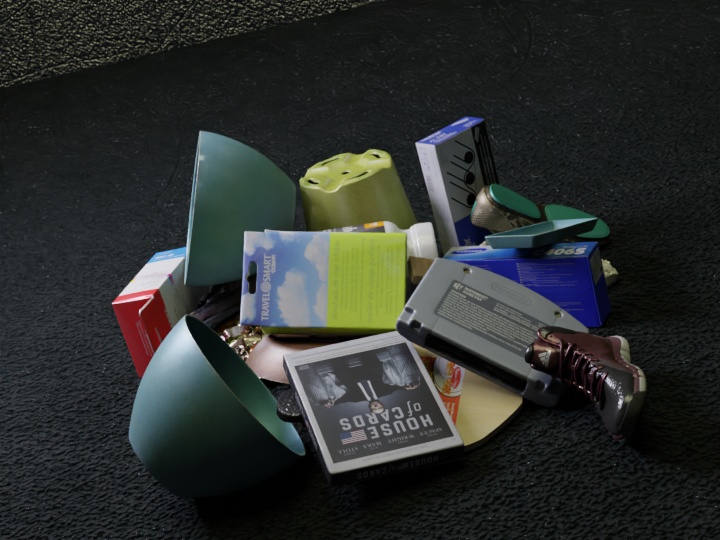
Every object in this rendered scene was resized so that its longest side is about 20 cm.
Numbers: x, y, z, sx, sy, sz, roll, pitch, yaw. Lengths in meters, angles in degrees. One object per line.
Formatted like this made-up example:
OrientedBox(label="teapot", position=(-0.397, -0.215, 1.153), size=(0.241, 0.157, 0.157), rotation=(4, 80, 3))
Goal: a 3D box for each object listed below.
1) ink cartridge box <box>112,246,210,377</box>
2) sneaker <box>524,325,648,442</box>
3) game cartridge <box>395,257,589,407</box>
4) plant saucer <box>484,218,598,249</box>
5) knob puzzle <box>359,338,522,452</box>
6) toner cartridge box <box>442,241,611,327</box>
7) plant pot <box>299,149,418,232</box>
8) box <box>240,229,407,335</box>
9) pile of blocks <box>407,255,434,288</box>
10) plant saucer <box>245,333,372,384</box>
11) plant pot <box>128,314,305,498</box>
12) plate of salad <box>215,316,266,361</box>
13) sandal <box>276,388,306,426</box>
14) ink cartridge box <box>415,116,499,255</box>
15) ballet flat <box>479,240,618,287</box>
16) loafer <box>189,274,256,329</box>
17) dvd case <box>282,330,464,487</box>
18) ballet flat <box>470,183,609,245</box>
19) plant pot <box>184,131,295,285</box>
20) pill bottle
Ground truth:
OrientedBox(label="ink cartridge box", position=(-0.269, 0.063, 1.869), size=(0.066, 0.118, 0.200), rotation=(-9, 22, 20))
OrientedBox(label="sneaker", position=(0.228, 0.112, 1.430), size=(0.114, 0.077, 0.200), rotation=(15, 14, -2))
OrientedBox(label="game cartridge", position=(0.153, 0.064, 1.554), size=(0.198, 0.042, 0.133), rotation=(26, 41, 11))
OrientedBox(label="plant saucer", position=(0.228, -0.046, 1.706), size=(0.069, 0.019, 0.199), rotation=(-1, 8, 32))
OrientedBox(label="knob puzzle", position=(0.081, 0.148, 1.530), size=(0.216, 0.031, 0.221), rotation=(-3, 37, 2))
OrientedBox(label="toner cartridge box", position=(0.202, 0.018, 1.688), size=(0.198, 0.096, 0.043), rotation=(-1, 25, 31))
OrientedBox(label="plant pot", position=(0.001, -0.056, 1.879), size=(0.198, 0.186, 0.201), rotation=(-13, 23, 5))
OrientedBox(label="box", position=(-0.043, 0.016, 1.661), size=(0.197, 0.124, 0.048), rotation=(1, -15, 2))
OrientedBox(label="pile of blocks", position=(0.112, 0.062, 1.635), size=(0.081, 0.063, 0.200), rotation=(-5, 36, -34))
OrientedBox(label="plant saucer", position=(-0.042, 0.096, 1.667), size=(0.197, 0.037, 0.201), rotation=(-1, 12, 0))
OrientedBox(label="plant pot", position=(-0.173, 0.168, 1.501), size=(0.135, 0.200, 0.200), rotation=(-41, 23, 2))
OrientedBox(label="plate of salad", position=(-0.144, 0.092, 1.811), size=(0.197, 0.049, 0.201), rotation=(-13, 22, 5))
OrientedBox(label="sandal", position=(-0.043, 0.155, 1.592), size=(0.074, 0.046, 0.200), rotation=(8, 9, 13))
OrientedBox(label="ink cartridge box", position=(0.143, -0.095, 1.850), size=(0.093, 0.202, 0.044), rotation=(-28, 25, -29))
OrientedBox(label="ballet flat", position=(0.234, -0.011, 1.776), size=(0.198, 0.073, 0.072), rotation=(3, 29, 37))
OrientedBox(label="loafer", position=(-0.183, 0.034, 1.909), size=(0.072, 0.063, 0.199), rotation=(-35, -4, 39))
OrientedBox(label="dvd case", position=(0.011, 0.145, 1.491), size=(0.148, 0.025, 0.201), rotation=(-11, 37, -13))
OrientedBox(label="ballet flat", position=(0.235, -0.059, 1.845), size=(0.198, 0.076, 0.068), rotation=(16, 41, -20))
OrientedBox(label="plant pot", position=(-0.157, -0.075, 1.823), size=(0.133, 0.203, 0.200), rotation=(6, 21, -8))
OrientedBox(label="pill bottle", position=(0.000, 0.000, 1.749), size=(0.197, 0.118, 0.117), rotation=(-9, 22, 0))
